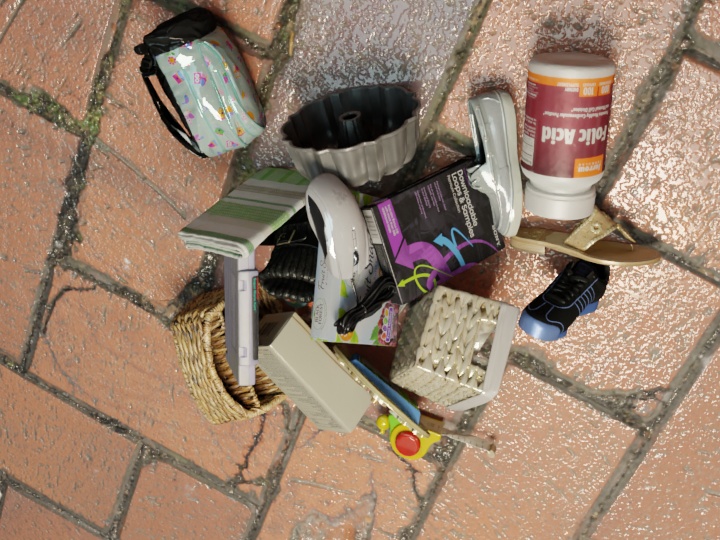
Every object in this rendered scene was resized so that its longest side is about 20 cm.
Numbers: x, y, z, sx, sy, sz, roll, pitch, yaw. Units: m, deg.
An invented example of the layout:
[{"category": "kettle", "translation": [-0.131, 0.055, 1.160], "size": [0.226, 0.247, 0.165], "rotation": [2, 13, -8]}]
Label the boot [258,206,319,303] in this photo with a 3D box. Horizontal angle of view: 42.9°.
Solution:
[{"category": "boot", "translation": [-0.118, -0.030, 1.346], "size": [0.208, 0.160, 0.079], "rotation": [-8, 143, 39]}]

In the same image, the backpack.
[{"category": "backpack", "translation": [-0.220, -0.264, 1.312], "size": [0.125, 0.168, 0.203], "rotation": [-17, 112, 17]}]

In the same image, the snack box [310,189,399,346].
[{"category": "snack box", "translation": [0.000, 0.000, 1.278], "size": [0.052, 0.141, 0.204], "rotation": [1, 85, 39]}]

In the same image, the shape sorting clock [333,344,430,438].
[{"category": "shape sorting clock", "translation": [0.031, 0.185, 1.398], "size": [0.199, 0.200, 0.039], "rotation": [39, 89, -1]}]

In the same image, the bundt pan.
[{"category": "bundt pan", "translation": [-0.008, -0.179, 1.264], "size": [0.198, 0.203, 0.077], "rotation": [-2, 125, 17]}]

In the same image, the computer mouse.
[{"category": "computer mouse", "translation": [-0.016, -0.028, 1.187], "size": [0.044, 0.109, 0.203], "rotation": [1, 115, 52]}]

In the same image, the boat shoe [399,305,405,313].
[{"category": "boat shoe", "translation": [0.097, -0.002, 1.352], "size": [0.066, 0.074, 0.202], "rotation": [29, 106, -11]}]

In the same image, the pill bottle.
[{"category": "pill bottle", "translation": [0.272, -0.178, 1.217], "size": [0.112, 0.114, 0.204], "rotation": [6, 113, 14]}]

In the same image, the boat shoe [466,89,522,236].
[{"category": "boat shoe", "translation": [0.179, -0.145, 1.272], "size": [0.070, 0.070, 0.205], "rotation": [-9, 102, -8]}]

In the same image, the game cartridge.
[{"category": "game cartridge", "translation": [-0.175, 0.053, 1.342], "size": [0.038, 0.129, 0.204], "rotation": [-4, 105, -21]}]

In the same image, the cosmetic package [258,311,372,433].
[{"category": "cosmetic package", "translation": [-0.083, 0.161, 1.440], "size": [0.200, 0.073, 0.103], "rotation": [49, 152, -22]}]

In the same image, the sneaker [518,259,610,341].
[{"category": "sneaker", "translation": [0.283, 0.031, 1.259], "size": [0.070, 0.199, 0.079], "rotation": [29, 121, 27]}]

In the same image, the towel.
[{"category": "towel", "translation": [-0.147, -0.085, 1.314], "size": [0.148, 0.200, 0.031], "rotation": [13, 132, 39]}]

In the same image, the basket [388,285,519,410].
[{"category": "basket", "translation": [0.127, 0.110, 1.305], "size": [0.121, 0.200, 0.138], "rotation": [20, 74, -6]}]

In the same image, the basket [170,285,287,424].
[{"category": "basket", "translation": [-0.196, 0.134, 1.468], "size": [0.147, 0.143, 0.203], "rotation": [-12, 108, 21]}]

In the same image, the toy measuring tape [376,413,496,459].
[{"category": "toy measuring tape", "translation": [0.117, 0.280, 1.476], "size": [0.197, 0.074, 0.075], "rotation": [18, 116, 10]}]

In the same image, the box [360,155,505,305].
[{"category": "box", "translation": [0.106, -0.059, 1.283], "size": [0.036, 0.198, 0.145], "rotation": [6, 120, 58]}]

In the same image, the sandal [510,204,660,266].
[{"category": "sandal", "translation": [0.313, -0.057, 1.277], "size": [0.208, 0.078, 0.071], "rotation": [7, 113, 20]}]

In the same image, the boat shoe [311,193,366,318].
[{"category": "boat shoe", "translation": [-0.011, -0.012, 1.359], "size": [0.065, 0.070, 0.203], "rotation": [24, 76, -12]}]

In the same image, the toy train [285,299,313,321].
[{"category": "toy train", "translation": [-0.044, 0.026, 1.428], "size": [0.198, 0.056, 0.151], "rotation": [-32, 99, 25]}]
